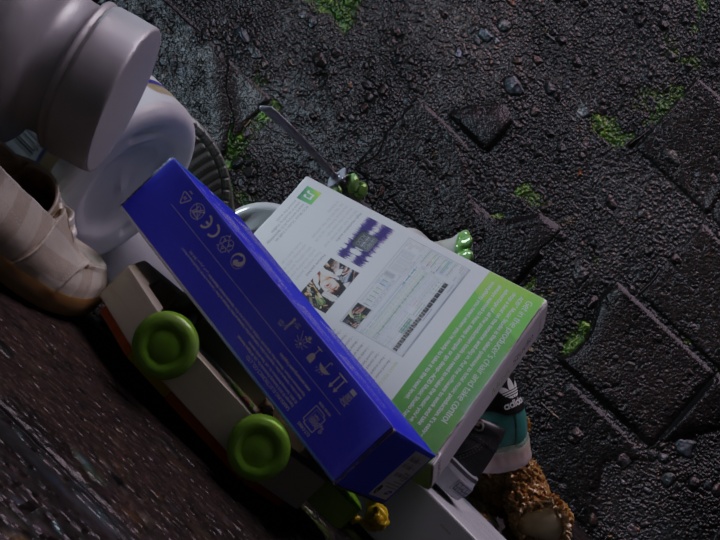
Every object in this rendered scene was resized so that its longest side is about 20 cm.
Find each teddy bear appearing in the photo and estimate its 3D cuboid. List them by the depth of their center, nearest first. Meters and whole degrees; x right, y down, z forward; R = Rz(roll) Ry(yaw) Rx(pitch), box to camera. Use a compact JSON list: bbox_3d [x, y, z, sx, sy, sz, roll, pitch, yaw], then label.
[{"bbox_3d":[0.113,0.161,0.973,0.200,0.066,0.147,40,-26,55],"label":"teddy bear"}]

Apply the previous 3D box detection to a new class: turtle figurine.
[{"bbox_3d":[0.000,0.000,0.941,0.190,0.202,0.145,4,38,-11],"label":"turtle figurine"}]

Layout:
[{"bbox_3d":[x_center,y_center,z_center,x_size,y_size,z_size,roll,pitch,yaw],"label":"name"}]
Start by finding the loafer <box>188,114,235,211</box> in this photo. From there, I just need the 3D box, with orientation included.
[{"bbox_3d":[-0.142,-0.042,1.006,0.069,0.075,0.203,22,-44,56],"label":"loafer"}]

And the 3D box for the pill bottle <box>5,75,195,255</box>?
[{"bbox_3d":[-0.207,-0.113,0.730,0.200,0.120,0.120,44,1,17],"label":"pill bottle"}]

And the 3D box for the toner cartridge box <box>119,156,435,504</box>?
[{"bbox_3d":[-0.045,0.033,0.649,0.200,0.043,0.095,49,0,24],"label":"toner cartridge box"}]

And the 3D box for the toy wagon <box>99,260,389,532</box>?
[{"bbox_3d":[-0.062,0.077,0.652,0.200,0.039,0.155,49,1,-4],"label":"toy wagon"}]

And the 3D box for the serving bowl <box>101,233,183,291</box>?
[{"bbox_3d":[-0.155,-0.029,0.860,0.200,0.066,0.200,42,1,-1],"label":"serving bowl"}]

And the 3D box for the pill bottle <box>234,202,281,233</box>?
[{"bbox_3d":[-0.083,-0.003,1.168,0.114,0.114,0.200,42,1,3],"label":"pill bottle"}]

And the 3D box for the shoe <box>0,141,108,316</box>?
[{"bbox_3d":[-0.169,-0.030,0.571,0.070,0.053,0.200,44,-1,24],"label":"shoe"}]

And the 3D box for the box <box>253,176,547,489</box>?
[{"bbox_3d":[0.002,0.033,0.774,0.198,0.145,0.037,28,-32,23],"label":"box"}]

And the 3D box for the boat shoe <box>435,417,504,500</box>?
[{"bbox_3d":[0.017,0.065,0.805,0.200,0.066,0.070,42,0,28],"label":"boat shoe"}]

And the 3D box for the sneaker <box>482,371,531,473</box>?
[{"bbox_3d":[0.048,0.093,0.921,0.198,0.081,0.071,8,20,42],"label":"sneaker"}]

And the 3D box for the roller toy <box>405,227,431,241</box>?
[{"bbox_3d":[0.038,0.064,1.205,0.140,0.183,0.200,43,1,5],"label":"roller toy"}]

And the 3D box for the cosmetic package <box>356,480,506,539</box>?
[{"bbox_3d":[0.026,0.152,0.816,0.200,0.052,0.151,43,2,21],"label":"cosmetic package"}]

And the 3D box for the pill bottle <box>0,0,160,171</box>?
[{"bbox_3d":[-0.207,-0.134,0.606,0.198,0.113,0.111,28,2,-2],"label":"pill bottle"}]
